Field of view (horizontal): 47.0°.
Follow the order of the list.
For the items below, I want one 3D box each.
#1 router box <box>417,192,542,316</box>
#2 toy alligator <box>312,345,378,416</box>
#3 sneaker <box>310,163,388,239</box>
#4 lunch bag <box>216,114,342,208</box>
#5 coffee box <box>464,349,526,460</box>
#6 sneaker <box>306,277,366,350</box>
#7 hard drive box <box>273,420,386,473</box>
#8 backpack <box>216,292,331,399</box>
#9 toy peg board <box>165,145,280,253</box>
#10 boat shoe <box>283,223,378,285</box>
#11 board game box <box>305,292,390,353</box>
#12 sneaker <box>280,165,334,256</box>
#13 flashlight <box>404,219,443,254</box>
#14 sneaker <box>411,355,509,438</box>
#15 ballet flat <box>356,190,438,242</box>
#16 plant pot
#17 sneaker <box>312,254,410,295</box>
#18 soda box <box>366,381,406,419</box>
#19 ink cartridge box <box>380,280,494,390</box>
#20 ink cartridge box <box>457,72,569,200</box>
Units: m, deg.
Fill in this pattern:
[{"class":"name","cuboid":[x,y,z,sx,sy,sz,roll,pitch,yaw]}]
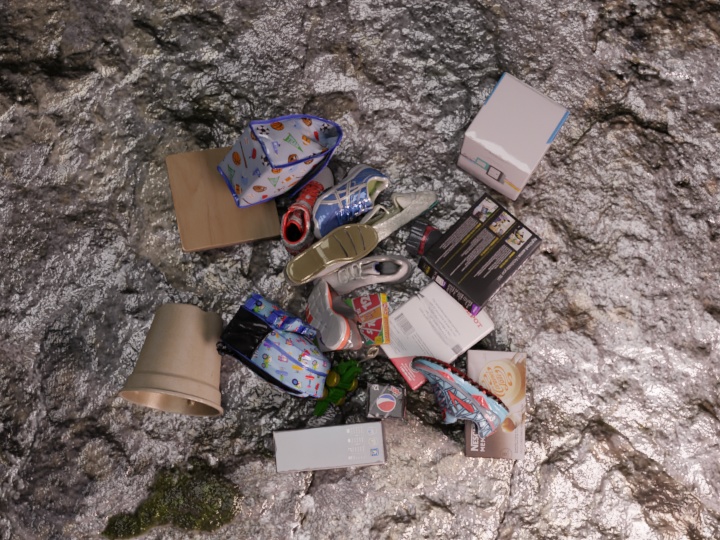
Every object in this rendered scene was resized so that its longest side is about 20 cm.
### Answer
[{"class":"router box","cuboid":[0.229,-0.033,1.583,0.149,0.051,0.200,42,68,12]},{"class":"toy alligator","cuboid":[-0.036,0.201,1.608,0.200,0.059,0.054,-51,42,21]},{"class":"sneaker","cuboid":[-0.023,-0.137,1.638,0.077,0.076,0.200,20,60,39]},{"class":"lunch bag","cuboid":[-0.145,-0.215,1.603,0.199,0.170,0.124,-22,82,-41]},{"class":"coffee box","cuboid":[0.256,0.256,1.584,0.114,0.080,0.201,3,81,5]},{"class":"sneaker","cuboid":[-0.043,0.091,1.562,0.082,0.200,0.077,20,115,-29]},{"class":"hard drive box","cuboid":[-0.052,0.329,1.555,0.199,0.156,0.077,-7,80,2]},{"class":"backpack","cuboid":[-0.142,0.152,1.560,0.199,0.183,0.135,31,87,25]},{"class":"toy peg board","cuboid":[-0.282,-0.139,1.694,0.198,0.098,0.201,-10,80,-14]},{"class":"boat shoe","cuboid":[-0.061,-0.033,1.606,0.199,0.068,0.075,-25,90,-17]},{"class":"board game box","cuboid":[-0.033,0.106,1.608,0.199,0.030,0.096,-13,76,37]},{"class":"sneaker","cuboid":[-0.104,-0.129,1.660,0.067,0.108,0.202,19,82,7]},{"class":"flashlight","cuboid":[0.189,-0.039,1.643,0.199,0.068,0.068,21,64,10]},{"class":"sneaker","cuboid":[0.169,0.233,1.515,0.199,0.079,0.096,34,90,9]},{"class":"ballet flat","cuboid":[0.064,-0.113,1.659,0.200,0.072,0.072,-35,80,-3]},{"class":"plant pot","cuboid":[-0.345,0.169,1.598,0.199,0.201,0.185,7,69,5]},{"class":"sneaker","cuboid":[0.000,0.000,1.642,0.199,0.087,0.075,-13,83,3]},{"class":"soda box","cuboid":[0.050,0.243,1.539,0.070,0.200,0.064,3,81,4]},{"class":"ink cartridge box","cuboid":[0.139,0.117,1.614,0.200,0.084,0.145,-37,79,-2]},{"class":"ink cartridge box","cuboid":[0.290,-0.254,1.609,0.146,0.200,0.147,33,84,7]}]
